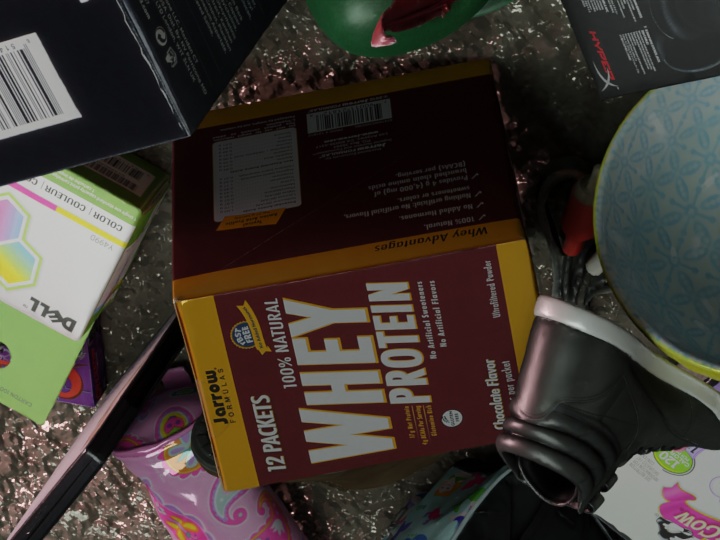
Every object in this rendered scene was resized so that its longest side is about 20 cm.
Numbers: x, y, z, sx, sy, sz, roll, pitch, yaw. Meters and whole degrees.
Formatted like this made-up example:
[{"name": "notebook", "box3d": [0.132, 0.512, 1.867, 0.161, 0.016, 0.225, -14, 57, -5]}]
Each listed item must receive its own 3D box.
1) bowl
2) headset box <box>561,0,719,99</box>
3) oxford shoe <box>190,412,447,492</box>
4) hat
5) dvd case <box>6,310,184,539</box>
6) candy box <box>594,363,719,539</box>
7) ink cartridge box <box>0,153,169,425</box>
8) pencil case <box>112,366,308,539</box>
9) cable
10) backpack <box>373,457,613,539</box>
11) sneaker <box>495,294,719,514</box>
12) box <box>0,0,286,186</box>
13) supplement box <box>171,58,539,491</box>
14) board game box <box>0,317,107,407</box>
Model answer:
[{"name": "bowl", "box3d": [0.235, -0.017, 1.610, 0.199, 0.201, 0.108, 8, 161, 16]}, {"name": "headset box", "box3d": [0.202, -0.188, 1.541, 0.199, 0.075, 0.149, -11, 121, 28]}, {"name": "oxford shoe", "box3d": [-0.017, 0.111, 1.795, 0.199, 0.073, 0.085, -4, 143, -27]}, {"name": "hat", "box3d": [0.013, -0.123, 1.553, 0.165, 0.177, 0.200, -18, 144, 32]}, {"name": "dvd case", "box3d": [-0.160, 0.098, 1.812, 0.018, 0.200, 0.143, 37, 128, -4]}, {"name": "candy box", "box3d": [0.257, 0.118, 1.748, 0.167, 0.072, 0.200, 38, 129, -7]}, {"name": "ink cartridge box", "box3d": [-0.230, -0.001, 1.815, 0.147, 0.076, 0.201, 28, 112, 0]}, {"name": "pencil case", "box3d": [-0.089, 0.163, 1.909, 0.087, 0.088, 0.201, -15, 118, 30]}, {"name": "cable", "box3d": [0.128, 0.009, 1.731, 0.097, 0.050, 0.201, 26, 129, 0]}, {"name": "backpack", "box3d": [0.073, 0.235, 1.828, 0.178, 0.200, 0.150, 49, 147, -19]}, {"name": "sneaker", "box3d": [0.137, 0.089, 1.574, 0.070, 0.100, 0.200, 21, 174, 39]}, {"name": "box", "box3d": [-0.162, -0.151, 1.629, 0.196, 0.200, 0.118, -12, 118, 29]}, {"name": "supplement box", "box3d": [0.000, 0.000, 1.643, 0.196, 0.200, 0.133, -10, 123, 3]}, {"name": "board game box", "box3d": [-0.269, 0.022, 1.914, 0.199, 0.032, 0.121, 9, 131, 15]}]
